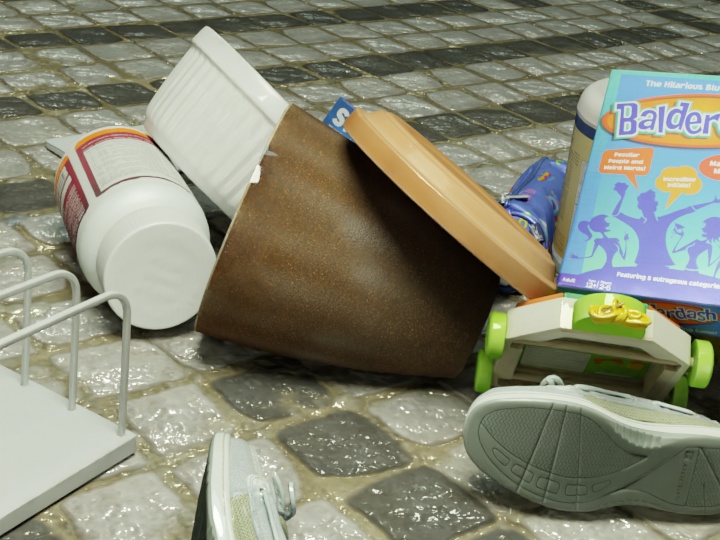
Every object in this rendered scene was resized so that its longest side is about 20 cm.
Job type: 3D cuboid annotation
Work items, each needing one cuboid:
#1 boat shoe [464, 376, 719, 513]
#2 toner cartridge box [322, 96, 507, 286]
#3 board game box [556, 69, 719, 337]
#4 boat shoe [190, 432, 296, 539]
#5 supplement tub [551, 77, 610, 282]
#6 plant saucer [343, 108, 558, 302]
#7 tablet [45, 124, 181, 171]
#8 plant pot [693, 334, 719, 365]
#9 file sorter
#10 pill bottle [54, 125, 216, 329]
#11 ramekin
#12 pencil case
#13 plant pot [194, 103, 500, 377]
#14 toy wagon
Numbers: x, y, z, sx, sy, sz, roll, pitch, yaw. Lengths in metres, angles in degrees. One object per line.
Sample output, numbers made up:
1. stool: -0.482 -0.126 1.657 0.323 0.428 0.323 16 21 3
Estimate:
1. boat shoe: 0.162 0.114 0.817 0.199 0.076 0.065 7 18 -10
2. toner cartridge box: 0.054 -0.070 1.072 0.200 0.043 0.095 42 8 31
3. board game box: 0.236 -0.052 0.879 0.150 0.045 0.202 6 58 22
4. boat shoe: -0.055 0.167 0.662 0.064 0.075 0.203 6 28 -17
5. supplement tub: 0.243 -0.052 1.051 0.142 0.203 0.145 5 26 -2
6. plant saucer: 0.071 -0.051 0.888 0.200 0.032 0.200 40 8 -7
7. tablet: -0.225 -0.134 1.327 0.198 0.014 0.129 -16 34 -40
8. plant pot: 0.329 0.011 0.951 0.141 0.203 0.199 23 29 38
9. file sorter: -0.260 0.054 0.779 0.198 0.126 0.138 20 27 27
10. pill bottle: -0.187 -0.037 1.013 0.108 0.111 0.200 -3 27 -22
11. ramekin: -0.104 -0.111 1.108 0.200 0.105 0.200 45 1 -1
12. pencil case: 0.164 -0.050 1.167 0.077 0.088 0.200 0 19 25
13. plant pot: 0.000 0.000 0.937 0.198 0.189 0.187 24 25 -2
14. toy wagon: 0.162 0.055 0.844 0.153 0.201 0.040 8 65 2
